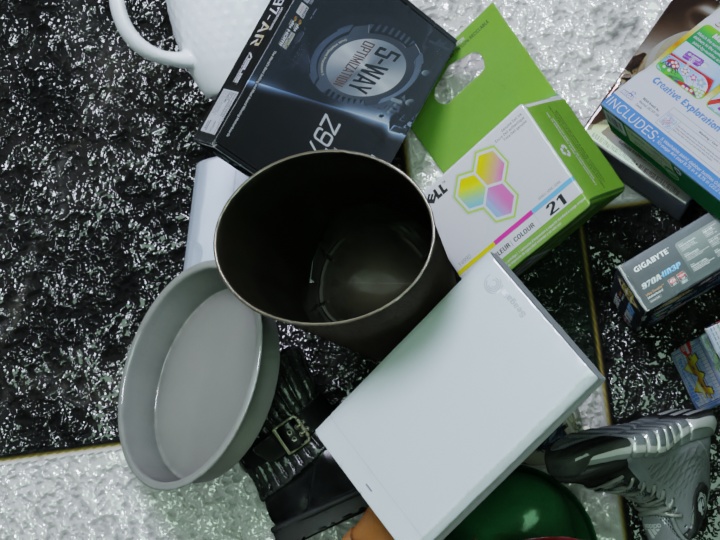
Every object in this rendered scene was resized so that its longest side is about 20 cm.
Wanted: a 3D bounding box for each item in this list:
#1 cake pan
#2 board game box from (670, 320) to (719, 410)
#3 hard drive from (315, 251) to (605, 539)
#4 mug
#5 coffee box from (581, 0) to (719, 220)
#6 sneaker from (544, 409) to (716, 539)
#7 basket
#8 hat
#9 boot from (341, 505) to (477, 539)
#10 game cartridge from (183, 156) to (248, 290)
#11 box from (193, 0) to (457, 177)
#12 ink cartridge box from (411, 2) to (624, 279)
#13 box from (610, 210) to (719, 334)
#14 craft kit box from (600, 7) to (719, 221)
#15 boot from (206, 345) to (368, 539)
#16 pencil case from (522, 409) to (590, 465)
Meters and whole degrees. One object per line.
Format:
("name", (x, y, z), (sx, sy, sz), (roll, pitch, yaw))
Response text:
("cake pan", (-0.137, 0.092, 1.300), (0.199, 0.036, 0.203), (-24, 56, 41))
("board game box", (0.351, 0.054, 1.248), (0.198, 0.200, 0.062), (-28, 79, 16))
("hard drive", (0.072, 0.104, 1.152), (0.200, 0.026, 0.132), (-46, 65, 13))
("mug", (-0.125, -0.242, 1.331), (0.198, 0.147, 0.178), (-6, 91, -25))
("coffee box", (0.291, -0.163, 1.319), (0.112, 0.080, 0.201), (34, 87, 10))
("sneaker", (0.232, 0.184, 1.241), (0.075, 0.198, 0.117), (-4, 92, 49))
("basket", (0.000, 0.000, 1.225), (0.178, 0.200, 0.138), (1, 75, 18))
("hat", (0.123, 0.184, 1.203), (0.197, 0.177, 0.167), (9, 53, 10))
("boot", (0.017, 0.211, 1.234), (0.155, 0.076, 0.202), (-37, 61, 30))
("game cartridge", (-0.058, -0.040, 1.365), (0.197, 0.042, 0.135), (5, 87, 7))
("box", (-0.028, -0.155, 1.293), (0.159, 0.043, 0.202), (33, 84, -31))
("ink cartridge box", (0.107, -0.104, 1.302), (0.148, 0.075, 0.201), (-41, 78, 35))
("box", (0.305, -0.023, 1.259), (0.199, 0.159, 0.046), (-31, 79, 2))
("craft kit box", (0.327, -0.132, 1.196), (0.197, 0.049, 0.200), (-40, 50, -2))
("boot", (-0.018, 0.131, 1.315), (0.209, 0.079, 0.159), (-26, 80, 3))
("pencil case", (0.127, 0.084, 1.247), (0.088, 0.201, 0.079), (-5, 54, 20))
